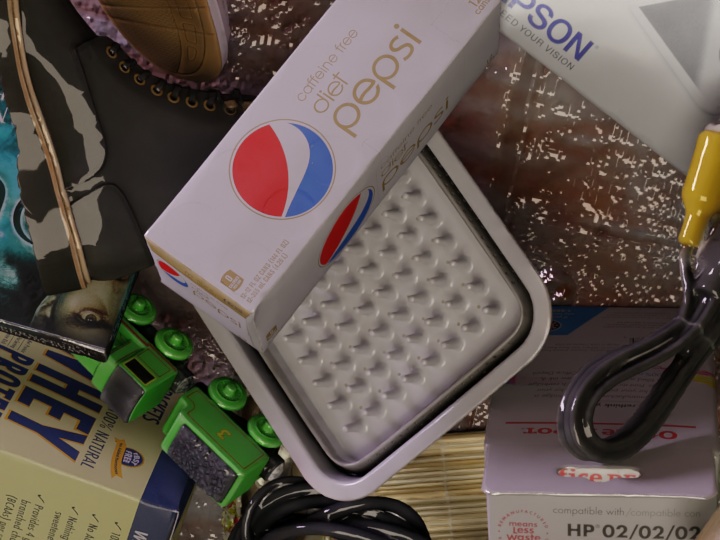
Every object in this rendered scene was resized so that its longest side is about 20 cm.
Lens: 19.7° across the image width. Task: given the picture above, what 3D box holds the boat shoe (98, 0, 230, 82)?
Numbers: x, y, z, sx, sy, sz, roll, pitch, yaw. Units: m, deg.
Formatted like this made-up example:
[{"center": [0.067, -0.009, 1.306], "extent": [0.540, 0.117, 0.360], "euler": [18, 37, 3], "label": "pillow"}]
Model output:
[{"center": [-0.103, -0.185, 1.037], "extent": [0.071, 0.069, 0.200], "euler": [7, 138, 28], "label": "boat shoe"}]

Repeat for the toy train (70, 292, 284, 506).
[{"center": [-0.122, 0.048, 1.115], "extent": [0.200, 0.056, 0.042], "euler": [42, 129, 14], "label": "toy train"}]

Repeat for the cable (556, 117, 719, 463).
[{"center": [0.164, 0.017, 1.007], "extent": [0.097, 0.050, 0.200], "euler": [41, 77, -27], "label": "cable"}]

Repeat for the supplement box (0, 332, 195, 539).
[{"center": [-0.207, 0.146, 1.163], "extent": [0.199, 0.134, 0.201], "euler": [20, 116, -1], "label": "supplement box"}]

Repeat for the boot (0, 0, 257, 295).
[{"center": [-0.112, -0.099, 1.042], "extent": [0.138, 0.077, 0.201], "euler": [-11, 108, -7], "label": "boot"}]

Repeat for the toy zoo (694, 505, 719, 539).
[{"center": [0.250, 0.105, 1.015], "extent": [0.200, 0.020, 0.131], "euler": [7, 123, -46], "label": "toy zoo"}]

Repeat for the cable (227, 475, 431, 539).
[{"center": [-0.007, 0.200, 1.138], "extent": [0.163, 0.051, 0.200], "euler": [-21, 105, 40], "label": "cable"}]

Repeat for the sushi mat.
[{"center": [0.090, 0.133, 1.183], "extent": [0.199, 0.012, 0.096], "euler": [-5, 114, 10], "label": "sushi mat"}]

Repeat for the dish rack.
[{"center": [0.000, 0.000, 1.081], "extent": [0.172, 0.043, 0.200], "euler": [-41, 71, 21], "label": "dish rack"}]

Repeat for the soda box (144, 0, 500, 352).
[{"center": [-0.016, -0.063, 1.005], "extent": [0.068, 0.064, 0.200], "euler": [35, 76, 13], "label": "soda box"}]

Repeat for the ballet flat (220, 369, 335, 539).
[{"center": [-0.048, 0.128, 1.172], "extent": [0.075, 0.064, 0.201], "euler": [-2, 114, 7], "label": "ballet flat"}]

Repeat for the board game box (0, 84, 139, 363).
[{"center": [-0.208, -0.043, 1.094], "extent": [0.199, 0.028, 0.136], "euler": [16, 74, 0], "label": "board game box"}]

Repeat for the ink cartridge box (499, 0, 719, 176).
[{"center": [0.185, -0.153, 1.025], "extent": [0.199, 0.041, 0.200], "euler": [36, 114, -9], "label": "ink cartridge box"}]

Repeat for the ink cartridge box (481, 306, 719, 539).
[{"center": [0.123, 0.090, 1.055], "extent": [0.115, 0.200, 0.068], "euler": [1, 114, 8], "label": "ink cartridge box"}]
